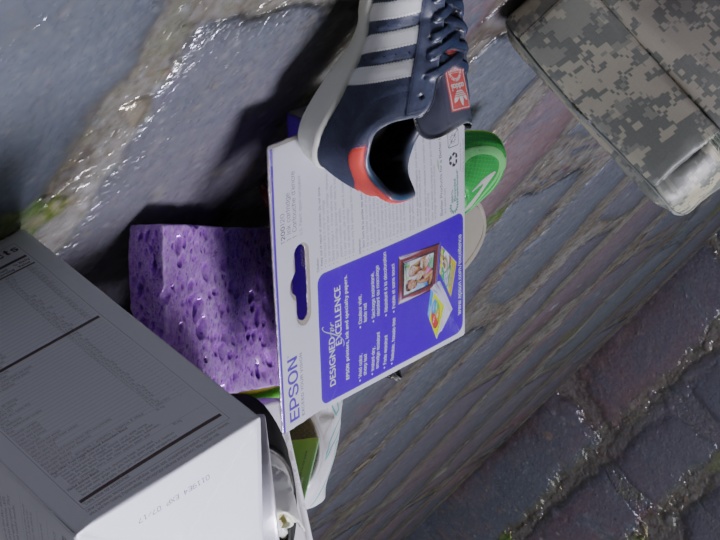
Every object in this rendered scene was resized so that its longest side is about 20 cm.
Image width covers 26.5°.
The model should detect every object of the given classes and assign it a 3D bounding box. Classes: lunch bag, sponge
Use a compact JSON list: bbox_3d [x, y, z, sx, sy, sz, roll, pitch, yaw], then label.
[{"bbox_3d":[0.231,-0.157,1.088,0.168,0.200,0.139,-43,167,17],"label":"lunch bag"},{"bbox_3d":[-0.088,0.026,1.019,0.030,0.112,0.200,-4,179,25],"label":"sponge"}]

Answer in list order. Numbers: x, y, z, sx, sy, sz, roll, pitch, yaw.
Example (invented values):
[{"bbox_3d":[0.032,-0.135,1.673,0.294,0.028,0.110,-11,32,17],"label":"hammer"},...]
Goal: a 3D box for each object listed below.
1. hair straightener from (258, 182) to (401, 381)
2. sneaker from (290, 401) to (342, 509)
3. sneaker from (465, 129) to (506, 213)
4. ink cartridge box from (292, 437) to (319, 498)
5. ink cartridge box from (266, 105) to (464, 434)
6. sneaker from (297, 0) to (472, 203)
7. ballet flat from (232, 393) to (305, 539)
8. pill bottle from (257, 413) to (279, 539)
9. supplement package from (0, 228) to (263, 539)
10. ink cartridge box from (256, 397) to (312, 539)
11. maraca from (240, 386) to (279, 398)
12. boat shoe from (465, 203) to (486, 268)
[{"bbox_3d":[0.000,0.000,1.080,0.077,0.041,0.200,-34,124,-10],"label":"hair straightener"},{"bbox_3d":[-0.047,0.102,1.264,0.080,0.070,0.201,61,36,-62],"label":"sneaker"},{"bbox_3d":[0.047,-0.044,1.171,0.200,0.084,0.074,-32,122,-31],"label":"sneaker"},{"bbox_3d":[-0.131,0.172,1.182,0.200,0.059,0.104,-11,-126,42],"label":"ink cartridge box"},{"bbox_3d":[-0.003,-0.019,1.015,0.200,0.043,0.198,-26,122,-46],"label":"ink cartridge box"},{"bbox_3d":[0.039,-0.127,0.871,0.075,0.084,0.200,-19,142,-48],"label":"sneaker"},{"bbox_3d":[-0.066,0.178,0.981,0.068,0.200,0.068,2,172,-24],"label":"ballet flat"},{"bbox_3d":[-0.151,0.135,0.899,0.200,0.112,0.112,-7,161,-4],"label":"pill bottle"},{"bbox_3d":[-0.155,0.086,0.785,0.114,0.200,0.110,-30,139,-33],"label":"supplement package"},{"bbox_3d":[-0.139,0.176,1.030,0.200,0.146,0.085,-12,179,-30],"label":"ink cartridge box"},{"bbox_3d":[-0.039,0.042,1.190,0.200,0.137,0.107,-42,124,-29],"label":"maraca"},{"bbox_3d":[0.034,-0.010,1.373,0.063,0.073,0.200,9,-143,46],"label":"boat shoe"}]
